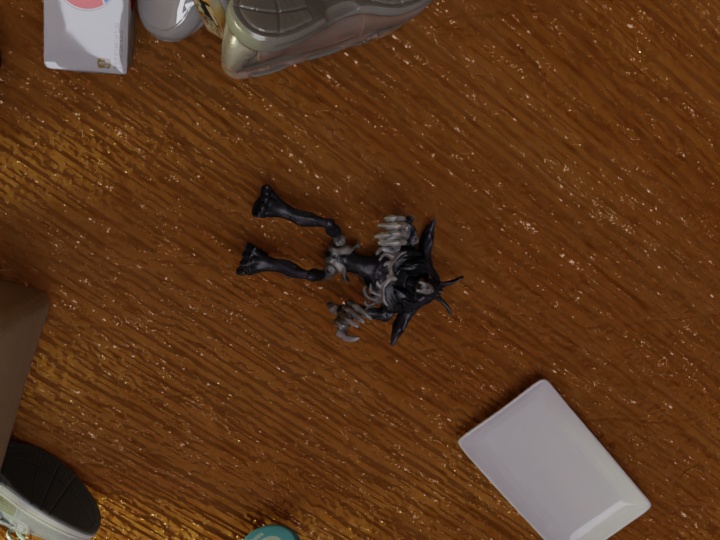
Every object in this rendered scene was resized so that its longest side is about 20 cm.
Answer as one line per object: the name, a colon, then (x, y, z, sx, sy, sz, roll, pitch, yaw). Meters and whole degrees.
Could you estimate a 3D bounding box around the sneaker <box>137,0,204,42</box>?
sneaker: (-0.135, -0.264, 0.772, 0.078, 0.099, 0.201, 18, 107, 15)

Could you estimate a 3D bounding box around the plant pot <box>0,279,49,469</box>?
plant pot: (-0.368, 0.092, 0.829, 0.199, 0.177, 0.201, 17, 88, -13)

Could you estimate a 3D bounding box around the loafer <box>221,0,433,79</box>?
loafer: (-0.023, -0.196, 0.814, 0.200, 0.072, 0.063, -26, 164, -34)

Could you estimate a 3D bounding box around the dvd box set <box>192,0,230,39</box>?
dvd box set: (-0.082, -0.274, 0.735, 0.146, 0.029, 0.200, -47, 149, -14)

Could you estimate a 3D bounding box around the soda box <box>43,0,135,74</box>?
soda box: (-0.198, -0.251, 0.794, 0.063, 0.068, 0.201, 3, 113, -8)

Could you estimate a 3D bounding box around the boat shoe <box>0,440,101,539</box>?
boat shoe: (-0.331, 0.195, 0.974, 0.201, 0.075, 0.065, 30, 113, -14)

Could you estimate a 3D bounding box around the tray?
tray: (0.191, 0.197, 1.063, 0.107, 0.022, 0.200, -37, 113, 10)

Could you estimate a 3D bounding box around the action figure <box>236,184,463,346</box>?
action figure: (0.000, 0.000, 0.911, 0.199, 0.102, 0.119, 17, 99, -12)

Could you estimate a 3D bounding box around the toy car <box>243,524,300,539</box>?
toy car: (-0.147, 0.359, 1.024, 0.199, 0.177, 0.185, -2, 126, 8)
